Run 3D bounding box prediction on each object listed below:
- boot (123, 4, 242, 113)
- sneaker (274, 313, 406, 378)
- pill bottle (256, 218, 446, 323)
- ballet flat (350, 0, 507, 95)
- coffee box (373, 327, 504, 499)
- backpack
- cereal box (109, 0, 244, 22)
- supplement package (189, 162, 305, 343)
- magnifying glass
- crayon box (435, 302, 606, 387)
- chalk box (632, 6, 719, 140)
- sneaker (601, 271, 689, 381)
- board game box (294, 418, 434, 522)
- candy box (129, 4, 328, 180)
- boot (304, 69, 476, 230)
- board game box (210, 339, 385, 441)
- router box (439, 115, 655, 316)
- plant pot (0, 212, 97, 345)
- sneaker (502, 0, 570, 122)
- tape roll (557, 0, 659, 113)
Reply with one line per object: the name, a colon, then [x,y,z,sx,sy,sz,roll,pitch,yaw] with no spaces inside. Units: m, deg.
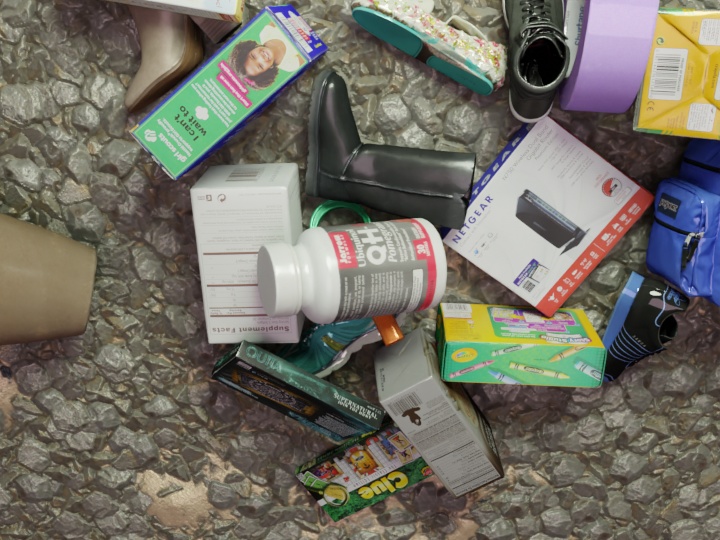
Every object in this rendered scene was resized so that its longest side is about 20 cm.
boot: [-0.238,-0.298,0.914,0.200,0.070,0.146,-36,100,13]
sneaker: [-0.038,0.074,1.036,0.200,0.078,0.080,-35,138,5]
pill bottle: [-0.012,0.002,0.903,0.200,0.111,0.111,-7,113,-22]
ballet flat: [0.085,-0.274,0.919,0.200,0.076,0.064,27,79,-13]
coffee box: [0.104,0.191,1.053,0.080,0.114,0.200,-29,117,13]
backpack: [0.436,-0.065,0.922,0.168,0.163,0.200,1,108,-14]
cereal box: [-0.214,-0.354,0.845,0.200,0.040,0.144,11,92,1]
supplement package: [-0.133,-0.022,0.987,0.117,0.117,0.200,-1,112,2]
magnifying glass: [0.000,0.000,0.992,0.080,0.022,0.200,-26,76,0]
crayon box: [0.201,0.094,1.023,0.200,0.119,0.058,3,112,1]
chalk box: [0.370,-0.218,0.853,0.124,0.200,0.125,10,112,19]
sneaker: [0.351,0.087,1.002,0.078,0.070,0.200,25,145,20]
board game box: [0.014,0.286,1.146,0.200,0.023,0.105,-32,109,19]
candy box: [-0.140,-0.204,0.888,0.200,0.169,0.077,-39,102,15]
boot: [0.040,-0.142,0.939,0.200,0.066,0.165,15,124,14]
board game box: [-0.084,0.157,1.006,0.200,0.028,0.135,30,153,-14]
router box: [0.230,-0.069,0.995,0.179,0.049,0.200,33,109,-11]
plant pot: [-0.427,0.018,0.987,0.174,0.200,0.200,9,113,-21]
sneaker: [0.196,-0.271,0.865,0.071,0.099,0.200,1,87,2]
tape roll: [0.257,-0.269,0.833,0.066,0.200,0.200,4,112,5]
